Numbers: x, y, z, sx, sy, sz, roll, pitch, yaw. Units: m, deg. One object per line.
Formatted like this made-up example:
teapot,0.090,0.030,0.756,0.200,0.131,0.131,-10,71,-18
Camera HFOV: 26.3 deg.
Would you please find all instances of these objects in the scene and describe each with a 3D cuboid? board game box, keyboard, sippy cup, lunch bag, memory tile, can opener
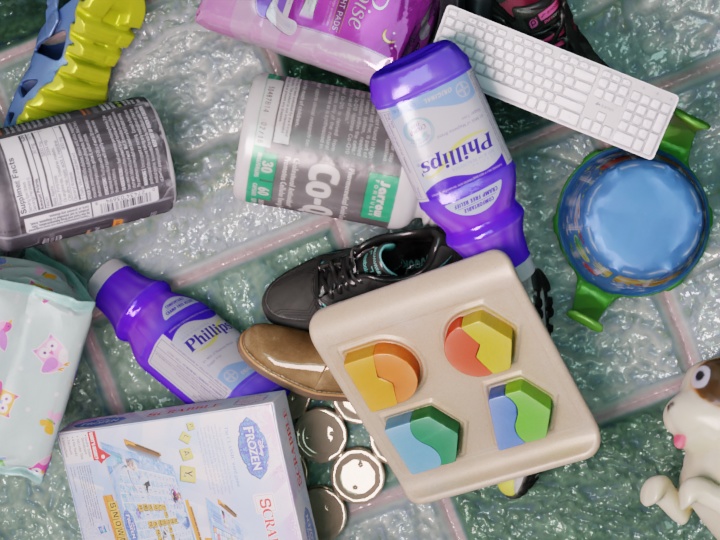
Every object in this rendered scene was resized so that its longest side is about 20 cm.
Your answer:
board game box,-0.139,0.213,1.307,0.199,0.041,0.201,-9,100,16
keyboard,0.152,-0.151,1.238,0.200,0.011,0.056,23,103,7
sippy cup,0.233,-0.042,1.296,0.139,0.130,0.178,-8,91,6
lunch bag,-0.308,0.071,1.331,0.122,0.200,0.171,15,96,-20
memory tile,-0.018,0.130,1.382,0.200,0.017,0.153,-44,87,6
can opener,0.090,-0.225,1.283,0.079,0.063,0.201,19,115,46

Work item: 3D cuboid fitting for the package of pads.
package of pads,-0.033,-0.239,1.338,0.200,0.076,0.121,20,94,12

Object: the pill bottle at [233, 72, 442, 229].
pill bottle,-0.003,-0.098,1.323,0.199,0.113,0.113,10,92,-1

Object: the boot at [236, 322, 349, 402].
boot,-0.005,0.073,1.324,0.199,0.074,0.076,17,127,-2

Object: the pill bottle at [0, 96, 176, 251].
pill bottle,-0.268,-0.079,1.327,0.199,0.106,0.107,-15,90,-16

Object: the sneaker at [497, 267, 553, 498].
sneaker,0.121,0.098,1.346,0.090,0.078,0.201,-1,90,20

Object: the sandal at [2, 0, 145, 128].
sandal,-0.265,-0.183,1.381,0.087,0.079,0.200,42,105,41

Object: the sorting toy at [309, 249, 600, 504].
sorting toy,0.077,0.096,1.261,0.185,0.037,0.200,-19,114,23

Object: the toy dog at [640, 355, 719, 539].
toy dog,0.332,0.166,1.289,0.194,0.140,0.200,-26,89,-7

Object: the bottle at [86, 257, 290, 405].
bottle,-0.156,0.065,1.360,0.200,0.083,0.065,38,124,16

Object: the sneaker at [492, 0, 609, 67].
sneaker,0.154,-0.200,1.322,0.077,0.084,0.200,-41,87,-1

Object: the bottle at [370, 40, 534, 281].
bottle,0.080,-0.080,1.234,0.083,0.065,0.200,-24,105,2

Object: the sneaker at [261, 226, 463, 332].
sneaker,0.000,0.000,1.332,0.199,0.079,0.076,-16,68,16
